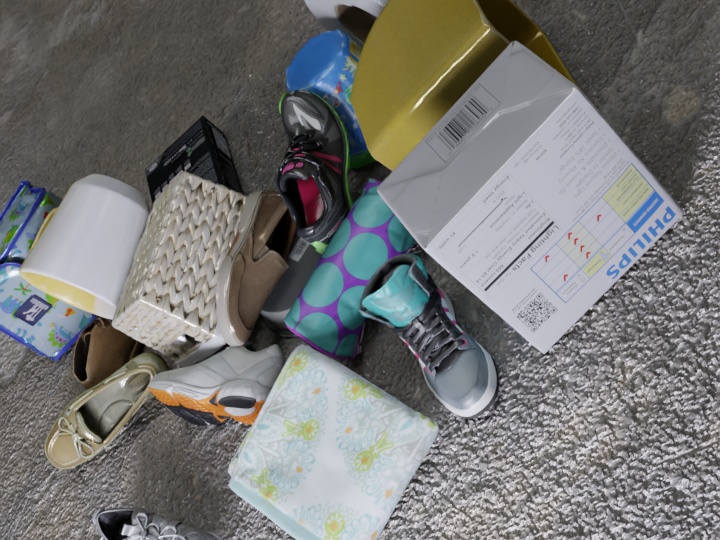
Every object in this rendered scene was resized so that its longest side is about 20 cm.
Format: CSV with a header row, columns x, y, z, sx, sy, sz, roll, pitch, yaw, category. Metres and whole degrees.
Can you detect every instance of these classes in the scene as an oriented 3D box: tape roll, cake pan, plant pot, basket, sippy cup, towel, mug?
x,y,z,sx,sy,sz,roll,pitch,yaw,category
0.029,-0.316,1.514,0.201,0.202,0.071,21,75,51,tape roll
-0.063,-0.018,1.508,0.198,0.037,0.203,-26,45,29,cake pan
0.101,-0.194,1.366,0.200,0.193,0.197,-43,38,20,plant pot
-0.212,-0.004,1.548,0.135,0.122,0.203,-34,36,57,basket
-0.019,-0.218,1.539,0.177,0.130,0.140,-38,38,13,sippy cup
-0.035,0.187,1.280,0.199,0.048,0.173,28,87,38,towel
-0.356,-0.042,1.616,0.184,0.150,0.155,17,75,13,mug

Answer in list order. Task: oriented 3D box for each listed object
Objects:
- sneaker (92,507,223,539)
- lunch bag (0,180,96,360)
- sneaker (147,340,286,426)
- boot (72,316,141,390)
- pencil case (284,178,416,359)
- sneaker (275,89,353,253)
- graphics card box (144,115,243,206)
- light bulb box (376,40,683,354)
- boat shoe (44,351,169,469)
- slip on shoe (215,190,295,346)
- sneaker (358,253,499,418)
x,y,z,sx,sy,sz,roll,pitch,yaw,category
-0.228,0.306,1.385,0.198,0.082,0.076,0,60,45,sneaker
-0.445,0.004,1.768,0.202,0.169,0.127,-59,32,-7,lunch bag
-0.162,0.127,1.478,0.198,0.076,0.093,-1,52,36,sneaker
-0.331,0.078,1.676,0.073,0.075,0.202,-27,43,33,boot
0.000,0.000,1.391,0.202,0.092,0.085,-59,6,-5,pencil case
-0.057,-0.121,1.441,0.076,0.083,0.203,-23,69,26,sneaker
-0.230,-0.111,1.739,0.125,0.051,0.201,-41,40,15,graphics card box
0.160,-0.066,1.187,0.198,0.200,0.125,-45,37,7,light bulb box
-0.325,0.180,1.579,0.200,0.074,0.063,-37,2,10,boat shoe
-0.116,-0.006,1.471,0.060,0.076,0.202,-2,54,24,slip on shoe
0.062,0.053,1.258,0.084,0.120,0.201,-43,39,10,sneaker
